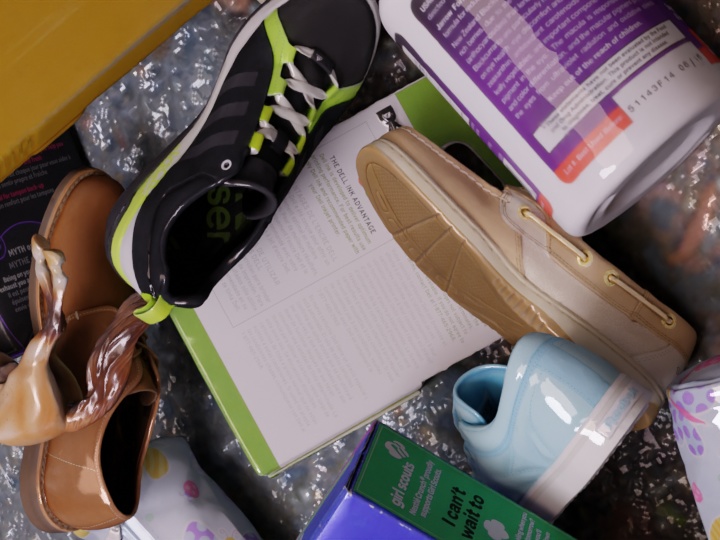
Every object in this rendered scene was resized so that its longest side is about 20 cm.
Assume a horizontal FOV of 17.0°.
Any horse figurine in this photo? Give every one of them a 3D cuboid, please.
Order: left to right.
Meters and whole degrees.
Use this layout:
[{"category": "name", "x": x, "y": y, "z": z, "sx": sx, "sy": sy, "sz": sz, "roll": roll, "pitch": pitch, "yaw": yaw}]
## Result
[{"category": "horse figurine", "x": -0.194, "y": 0.044, "z": 1.267, "sx": 0.199, "sy": 0.050, "sz": 0.133, "roll": 7, "pitch": 106, "yaw": 30}]

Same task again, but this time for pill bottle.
[{"category": "pill bottle", "x": 0.080, "y": -0.124, "z": 1.175, "sx": 0.200, "sy": 0.111, "sz": 0.111, "roll": 49, "pitch": 120, "yaw": 10}]

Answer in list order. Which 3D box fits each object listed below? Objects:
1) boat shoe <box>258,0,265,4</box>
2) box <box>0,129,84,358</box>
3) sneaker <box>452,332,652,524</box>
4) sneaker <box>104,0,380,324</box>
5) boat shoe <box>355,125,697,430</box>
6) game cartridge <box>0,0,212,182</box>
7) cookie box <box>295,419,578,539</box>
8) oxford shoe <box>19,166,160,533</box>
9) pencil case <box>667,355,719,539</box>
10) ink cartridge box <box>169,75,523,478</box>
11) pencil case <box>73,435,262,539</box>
[{"category": "boat shoe", "x": -0.079, "y": -0.193, "z": 1.265, "sx": 0.200, "sy": 0.065, "sz": 0.072, "roll": 35, "pitch": 83, "yaw": 14}, {"category": "box", "x": -0.232, "y": -0.043, "z": 1.366, "sx": 0.106, "sy": 0.122, "sz": 0.201, "roll": -22, "pitch": 90, "yaw": 34}, {"category": "sneaker", "x": 0.081, "y": 0.082, "z": 1.211, "sx": 0.082, "sy": 0.074, "sz": 0.200, "roll": 40, "pitch": 149, "yaw": 6}, {"category": "sneaker", "x": -0.047, "y": -0.056, "z": 1.199, "sx": 0.200, "sy": 0.072, "sz": 0.083, "roll": -54, "pitch": 32, "yaw": 4}, {"category": "boat shoe", "x": 0.086, "y": -0.007, "z": 1.214, "sx": 0.200, "sy": 0.069, "sz": 0.074, "roll": 43, "pitch": 160, "yaw": -4}, {"category": "game cartridge", "x": -0.199, "y": -0.149, "z": 1.290, "sx": 0.176, "sy": 0.200, "sz": 0.032, "roll": 38, "pitch": 153, "yaw": 17}, {"category": "cookie box", "x": 0.045, "y": 0.199, "z": 1.185, "sx": 0.200, "sy": 0.075, "sz": 0.171, "roll": 31, "pitch": 116, "yaw": -4}, {"category": "oxford shoe", "x": -0.136, "y": 0.042, "z": 1.304, "sx": 0.071, "sy": 0.071, "sz": 0.201, "roll": -4, "pitch": 82, "yaw": 38}, {"category": "pencil case", "x": 0.217, "y": 0.130, "z": 1.164, "sx": 0.083, "sy": 0.091, "sz": 0.201, "roll": -14, "pitch": 96, "yaw": 66}, {"category": "ink cartridge box", "x": 0.000, "y": 0.000, "z": 1.281, "sx": 0.200, "sy": 0.076, "sz": 0.148, "roll": -29, "pitch": 86, "yaw": -2}, {"category": "pencil case", "x": -0.074, "y": 0.185, "z": 1.351, "sx": 0.083, "sy": 0.091, "sz": 0.200, "roll": -44, "pitch": 80, "yaw": 3}]
